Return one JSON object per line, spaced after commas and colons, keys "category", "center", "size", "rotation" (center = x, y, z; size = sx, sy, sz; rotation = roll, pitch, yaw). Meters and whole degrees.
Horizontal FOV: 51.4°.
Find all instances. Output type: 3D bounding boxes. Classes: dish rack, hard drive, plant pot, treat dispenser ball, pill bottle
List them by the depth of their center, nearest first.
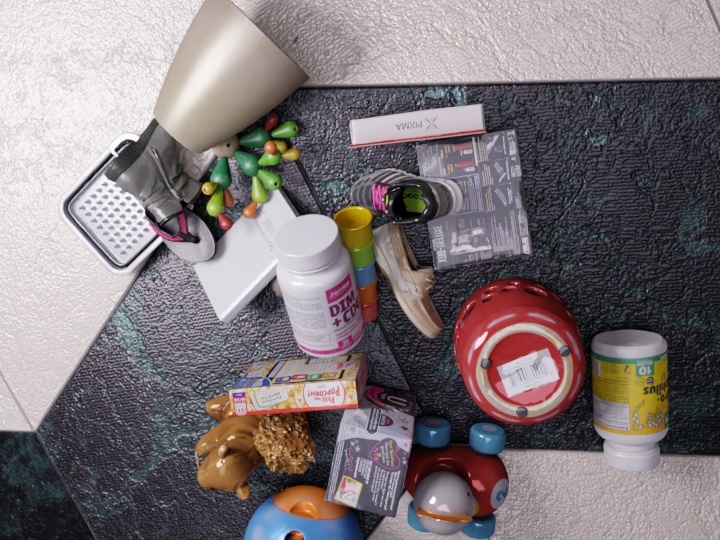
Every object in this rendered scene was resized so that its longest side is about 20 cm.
{"category": "plant pot", "center": [-0.209, -0.278, 1.115], "size": [0.187, 0.187, 0.200], "rotation": [43, 99, -2]}
{"category": "pill bottle", "center": [-0.062, 0.024, 1.117], "size": [0.112, 0.114, 0.201], "rotation": [-6, 131, 8]}
{"category": "plant pot", "center": [0.241, 0.122, 1.143], "size": [0.199, 0.183, 0.202], "rotation": [1, 98, 7]}
{"category": "pill bottle", "center": [0.421, 0.202, 1.169], "size": [0.112, 0.113, 0.202], "rotation": [-3, 99, 7]}
{"category": "hard drive", "center": [-0.176, -0.029, 1.205], "size": [0.200, 0.027, 0.132], "rotation": [-44, 52, 12]}
{"category": "treat dispenser ball", "center": [-0.093, 0.458, 1.229], "size": [0.199, 0.201, 0.203], "rotation": [1, 100, 6]}
{"category": "dish rack", "center": [-0.385, -0.110, 1.245], "size": [0.200, 0.044, 0.172], "rotation": [-41, 94, 12]}

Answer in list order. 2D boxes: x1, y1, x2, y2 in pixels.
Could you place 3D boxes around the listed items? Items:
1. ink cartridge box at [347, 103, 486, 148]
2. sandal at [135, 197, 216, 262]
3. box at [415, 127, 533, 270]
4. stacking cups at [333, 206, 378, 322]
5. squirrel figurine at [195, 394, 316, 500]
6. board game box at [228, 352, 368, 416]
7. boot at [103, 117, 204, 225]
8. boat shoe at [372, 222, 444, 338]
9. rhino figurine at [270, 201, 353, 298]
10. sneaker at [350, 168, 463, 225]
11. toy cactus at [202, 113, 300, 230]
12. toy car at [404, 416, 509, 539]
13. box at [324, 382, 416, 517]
{"category": "ink cartridge box", "center": [0.083, -0.214, 1.104], "size": [0.198, 0.174, 0.044], "rotation": [-5, 99, 7]}
{"category": "sandal", "center": [-0.311, -0.089, 1.195], "size": [0.075, 0.045, 0.200], "rotation": [-39, 94, 10]}
{"category": "box", "center": [0.179, -0.111, 1.174], "size": [0.156, 0.050, 0.202], "rotation": [-9, 99, 9]}
{"category": "stacking cups", "center": [0.000, 0.000, 1.168], "size": [0.060, 0.061, 0.201], "rotation": [-3, 127, 7]}
{"category": "squirrel figurine", "center": [-0.174, 0.283, 1.215], "size": [0.198, 0.187, 0.143], "rotation": [-16, 98, 9]}
{"category": "board game box", "center": [-0.094, 0.181, 1.207], "size": [0.198, 0.152, 0.047], "rotation": [-6, 99, 8]}
{"category": "boot", "center": [-0.298, -0.168, 1.179], "size": [0.130, 0.201, 0.068], "rotation": [41, 144, -16]}
{"category": "boat shoe", "center": [0.085, 0.013, 1.195], "size": [0.069, 0.074, 0.201], "rotation": [-30, 95, 17]}
{"category": "rhino figurine", "center": [-0.073, -0.031, 1.199], "size": [0.060, 0.087, 0.200], "rotation": [41, 102, -2]}
{"category": "sneaker", "center": [0.053, -0.111, 1.139], "size": [0.199, 0.087, 0.074], "rotation": [11, 109, 37]}
{"category": "toy cactus", "center": [-0.193, -0.178, 1.182], "size": [0.165, 0.102, 0.200], "rotation": [39, 94, 17]}
{"category": "toy car", "center": [0.151, 0.358, 1.184], "size": [0.175, 0.200, 0.186], "rotation": [6, 101, 6]}
{"category": "box", "center": [0.023, 0.273, 1.184], "size": [0.114, 0.200, 0.133], "rotation": [12, 101, 3]}
